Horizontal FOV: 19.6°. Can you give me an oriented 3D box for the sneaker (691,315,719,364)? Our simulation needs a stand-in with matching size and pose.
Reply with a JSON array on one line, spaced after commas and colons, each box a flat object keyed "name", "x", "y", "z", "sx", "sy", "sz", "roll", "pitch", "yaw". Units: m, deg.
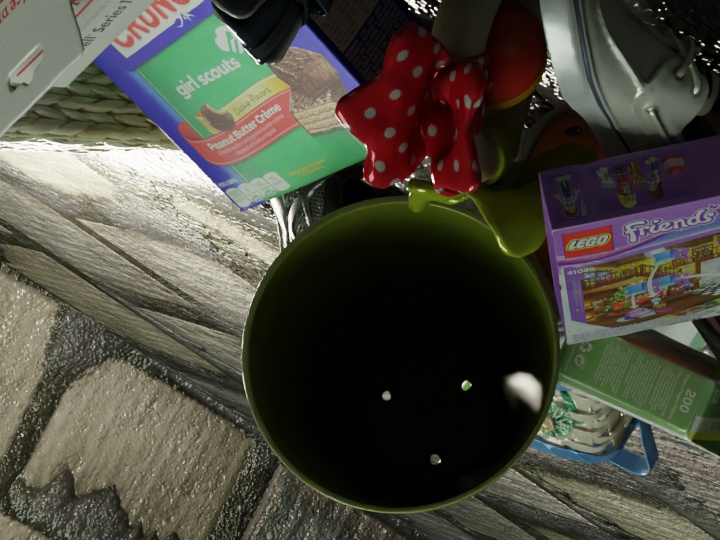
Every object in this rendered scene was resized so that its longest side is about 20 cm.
[{"name": "sneaker", "x": 0.261, "y": 0.014, "z": 1.264, "sx": 0.076, "sy": 0.115, "sz": 0.200, "roll": 55, "pitch": -169, "yaw": -7}]

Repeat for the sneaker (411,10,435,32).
[{"name": "sneaker", "x": 0.010, "y": -0.141, "z": 1.332, "sx": 0.200, "sy": 0.071, "sz": 0.080, "roll": 38, "pitch": 172, "yaw": -8}]

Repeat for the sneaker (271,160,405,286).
[{"name": "sneaker", "x": 0.000, "y": 0.000, "z": 1.393, "sx": 0.114, "sy": 0.076, "sz": 0.200, "roll": 42, "pitch": 153, "yaw": 44}]

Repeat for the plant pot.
[{"name": "plant pot", "x": 0.034, "y": 0.070, "z": 1.302, "sx": 0.187, "sy": 0.188, "sz": 0.200, "roll": 25, "pitch": 171, "yaw": 12}]

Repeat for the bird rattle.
[{"name": "bird rattle", "x": 0.056, "y": -0.100, "z": 1.135, "sx": 0.112, "sy": 0.164, "sz": 0.200, "roll": 6, "pitch": 161, "yaw": 28}]

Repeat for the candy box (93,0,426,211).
[{"name": "candy box", "x": -0.072, "y": -0.146, "z": 1.237, "sx": 0.200, "sy": 0.077, "sz": 0.169, "roll": 47, "pitch": 141, "yaw": -20}]

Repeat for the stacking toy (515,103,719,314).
[{"name": "stacking toy", "x": 0.199, "y": -0.048, "z": 1.221, "sx": 0.146, "sy": 0.147, "sz": 0.200, "roll": 35, "pitch": 148, "yaw": -30}]

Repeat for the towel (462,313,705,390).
[{"name": "towel", "x": 0.172, "y": 0.049, "z": 1.450, "sx": 0.149, "sy": 0.199, "sz": 0.031, "roll": 109, "pitch": 141, "yaw": -64}]

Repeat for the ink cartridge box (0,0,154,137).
[{"name": "ink cartridge box", "x": -0.176, "y": -0.181, "z": 1.162, "sx": 0.067, "sy": 0.201, "sz": 0.117, "roll": 0, "pitch": 156, "yaw": -40}]

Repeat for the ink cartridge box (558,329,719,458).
[{"name": "ink cartridge box", "x": 0.235, "y": 0.092, "z": 1.311, "sx": 0.199, "sy": 0.048, "sz": 0.145, "roll": 24, "pitch": -173, "yaw": 27}]

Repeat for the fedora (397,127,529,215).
[{"name": "fedora", "x": 0.103, "y": -0.045, "z": 1.446, "sx": 0.176, "sy": 0.091, "sz": 0.200, "roll": 21, "pitch": 167, "yaw": 33}]

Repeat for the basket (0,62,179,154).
[{"name": "basket", "x": -0.227, "y": -0.161, "z": 1.377, "sx": 0.199, "sy": 0.162, "sz": 0.198, "roll": 0, "pitch": -178, "yaw": -29}]

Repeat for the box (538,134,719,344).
[{"name": "box", "x": 0.200, "y": -0.024, "z": 1.124, "sx": 0.199, "sy": 0.039, "sz": 0.137, "roll": -11, "pitch": 151, "yaw": 3}]

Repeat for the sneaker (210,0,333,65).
[{"name": "sneaker", "x": 0.006, "y": -0.160, "z": 1.049, "sx": 0.202, "sy": 0.147, "sz": 0.077, "roll": 21, "pitch": 165, "yaw": 25}]

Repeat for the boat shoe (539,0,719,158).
[{"name": "boat shoe", "x": 0.151, "y": -0.099, "z": 1.089, "sx": 0.070, "sy": 0.071, "sz": 0.200, "roll": -9, "pitch": 142, "yaw": 22}]

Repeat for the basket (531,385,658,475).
[{"name": "basket", "x": 0.164, "y": 0.089, "z": 1.755, "sx": 0.176, "sy": 0.139, "sz": 0.200, "roll": 21, "pitch": 157, "yaw": 25}]
